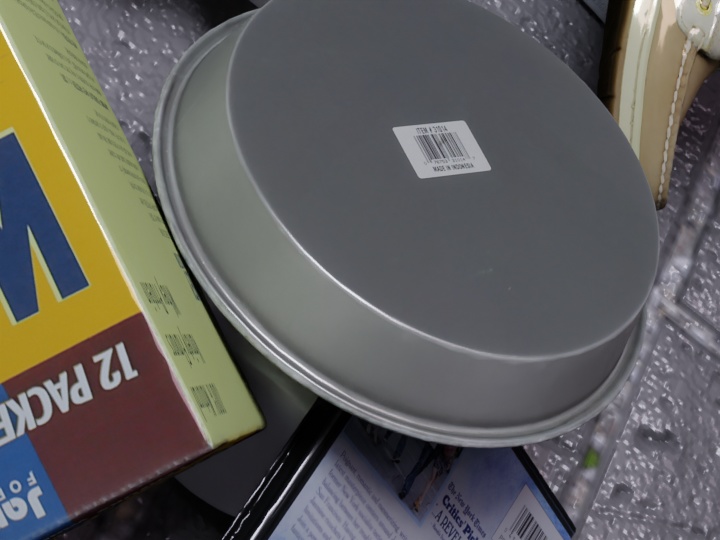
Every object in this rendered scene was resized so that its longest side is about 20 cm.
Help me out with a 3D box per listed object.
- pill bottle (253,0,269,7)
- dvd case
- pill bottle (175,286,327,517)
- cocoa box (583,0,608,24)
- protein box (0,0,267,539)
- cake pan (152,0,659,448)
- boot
[{"bbox_3d":[-0.082,-0.199,1.012,0.200,0.120,0.120,38,51,-10],"label":"pill bottle"},{"bbox_3d":[-0.004,0.127,0.898,0.200,0.017,0.143,-55,131,-25],"label":"dvd case"},{"bbox_3d":[0.000,0.000,0.979,0.110,0.110,0.200,45,50,-6],"label":"pill bottle"},{"bbox_3d":[0.182,-0.212,1.195,0.133,0.131,0.200,47,50,-4],"label":"cocoa box"},{"bbox_3d":[-0.139,-0.007,0.792,0.134,0.199,0.201,-27,88,1],"label":"protein box"},{"bbox_3d":[0.024,-0.030,0.900,0.199,0.037,0.201,17,46,-19],"label":"cake pan"},{"bbox_3d":[0.183,-0.110,1.045,0.154,0.072,0.201,13,84,-2],"label":"boot"}]
